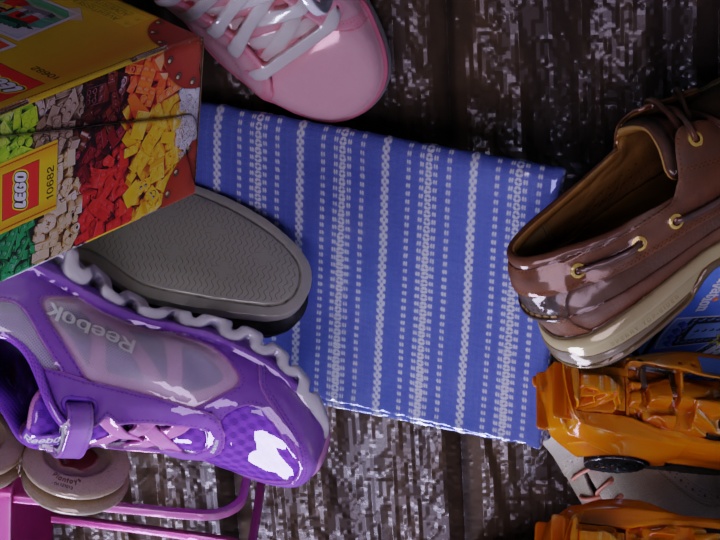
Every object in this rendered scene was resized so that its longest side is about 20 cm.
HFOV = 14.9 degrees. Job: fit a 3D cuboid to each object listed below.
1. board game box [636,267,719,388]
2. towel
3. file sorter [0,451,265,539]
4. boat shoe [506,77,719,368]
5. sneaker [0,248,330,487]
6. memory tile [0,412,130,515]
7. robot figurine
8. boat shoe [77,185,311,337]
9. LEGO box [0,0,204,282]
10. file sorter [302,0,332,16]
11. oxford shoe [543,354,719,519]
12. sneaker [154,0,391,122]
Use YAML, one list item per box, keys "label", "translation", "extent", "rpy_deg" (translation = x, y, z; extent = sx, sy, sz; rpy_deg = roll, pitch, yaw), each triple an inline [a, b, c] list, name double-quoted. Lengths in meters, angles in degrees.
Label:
- label: "board game box"
  translation: [0.211, -0.015, 1.285]
  extent: [0.199, 0.019, 0.103]
  rpy_deg: [-28, 110, 20]
- label: "towel"
  translation: [0.000, 0.000, 1.291]
  extent: [0.199, 0.024, 0.146]
  rpy_deg: [11, 117, 21]
- label: "file sorter"
  translation: [-0.114, 0.160, 1.355]
  extent: [0.124, 0.139, 0.201]
  rpy_deg: [5, 118, 1]
- label: "boat shoe"
  translation: [0.147, -0.045, 1.210]
  extent: [0.200, 0.072, 0.068]
  rpy_deg: [-42, 124, -4]
- label: "sneaker"
  translation: [-0.111, 0.054, 1.233]
  extent: [0.199, 0.089, 0.081]
  rpy_deg: [27, 138, -3]
- label: "memory tile"
  translation: [-0.197, 0.048, 1.297]
  extent: [0.198, 0.154, 0.017]
  rpy_deg: [10, 124, 1]
- label: "robot figurine"
  translation: [0.175, 0.103, 1.257]
  extent: [0.199, 0.146, 0.058]
  rpy_deg: [7, 162, -18]
- label: "boat shoe"
  translation: [-0.115, -0.002, 1.300]
  extent: [0.199, 0.072, 0.068]
  rpy_deg: [10, 140, 15]
- label: "LEGO box"
  translation: [-0.189, -0.079, 1.185]
  extent: [0.199, 0.149, 0.078]
  rpy_deg: [26, 125, 33]
- label: "file sorter"
  translation: [0.052, -0.208, 1.146]
  extent: [0.199, 0.125, 0.139]
  rpy_deg: [-17, 115, 15]
- label: "oxford shoe"
  translation: [0.130, 0.097, 1.312]
  extent: [0.199, 0.074, 0.071]
  rpy_deg: [34, 151, -9]
- label: "sneaker"
  translation: [-0.065, -0.129, 1.215]
  extent: [0.075, 0.105, 0.200]
  rpy_deg: [-34, 110, 20]
